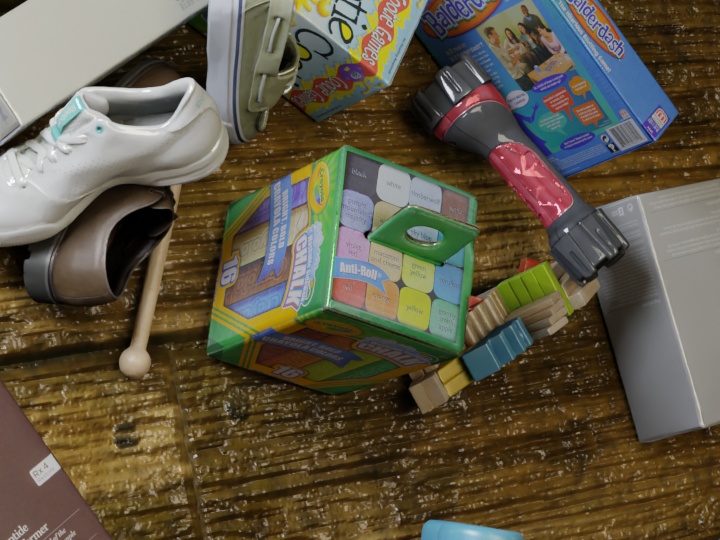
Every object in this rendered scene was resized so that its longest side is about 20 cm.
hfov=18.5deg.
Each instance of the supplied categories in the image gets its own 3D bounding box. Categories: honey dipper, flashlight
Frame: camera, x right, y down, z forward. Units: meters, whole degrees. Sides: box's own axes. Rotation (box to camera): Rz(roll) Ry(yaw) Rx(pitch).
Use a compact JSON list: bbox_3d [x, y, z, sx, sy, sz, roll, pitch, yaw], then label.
[{"bbox_3d":[-0.142,-0.018,1.585,0.038,0.038,0.201,20,69,-30],"label":"honey dipper"},{"bbox_3d":[0.125,-0.076,1.740,0.068,0.068,0.200,-38,80,-11],"label":"flashlight"}]

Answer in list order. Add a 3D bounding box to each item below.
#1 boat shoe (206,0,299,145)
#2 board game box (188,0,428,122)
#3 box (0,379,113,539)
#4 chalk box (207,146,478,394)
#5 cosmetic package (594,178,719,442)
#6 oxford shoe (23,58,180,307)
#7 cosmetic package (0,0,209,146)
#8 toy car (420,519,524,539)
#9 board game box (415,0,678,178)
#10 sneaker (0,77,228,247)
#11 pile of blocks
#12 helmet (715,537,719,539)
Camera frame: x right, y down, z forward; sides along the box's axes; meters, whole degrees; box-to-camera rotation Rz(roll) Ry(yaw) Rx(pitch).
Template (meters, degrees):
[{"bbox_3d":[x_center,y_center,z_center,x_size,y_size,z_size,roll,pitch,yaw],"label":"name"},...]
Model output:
[{"bbox_3d":[-0.075,-0.147,1.571,0.062,0.200,0.072,9,65,3],"label":"boat shoe"},{"bbox_3d":[-0.062,-0.220,1.654,0.200,0.105,0.103,36,60,-22],"label":"board game box"},{"bbox_3d":[-0.252,0.143,1.435,0.100,0.075,0.200,-41,101,-36],"label":"box"},{"bbox_3d":[0.000,0.000,1.567,0.124,0.200,0.124,20,66,-30],"label":"chalk box"},{"bbox_3d":[0.265,0.033,1.836,0.106,0.090,0.201,-10,86,-37],"label":"cosmetic package"},{"bbox_3d":[-0.156,-0.058,1.544,0.073,0.084,0.201,58,46,-55],"label":"oxford shoe"},{"bbox_3d":[-0.205,-0.159,1.535,0.200,0.103,0.073,-38,98,-38],"label":"cosmetic package"},{"bbox_3d":[-0.001,0.261,1.560,0.199,0.177,0.185,9,84,-5],"label":"toy car"},{"bbox_3d":[0.137,-0.170,1.756,0.200,0.152,0.045,52,54,-13],"label":"board game box"},{"bbox_3d":[-0.191,-0.083,1.473,0.199,0.089,0.076,-21,60,-1],"label":"sneaker"},{"bbox_3d":[0.105,0.035,1.719,0.200,0.082,0.062,-35,98,-37],"label":"pile of blocks"},{"bbox_3d":[0.324,0.304,1.734,0.200,0.200,0.191,36,18,-23],"label":"helmet"}]
